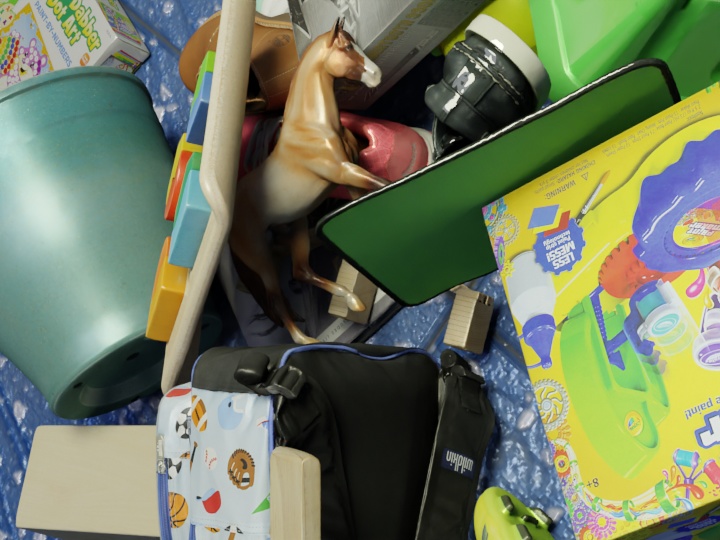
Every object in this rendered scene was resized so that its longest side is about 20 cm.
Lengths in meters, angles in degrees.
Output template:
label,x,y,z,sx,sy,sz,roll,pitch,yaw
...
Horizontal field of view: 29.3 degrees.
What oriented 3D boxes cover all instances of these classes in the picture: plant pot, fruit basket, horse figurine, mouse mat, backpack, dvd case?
label,x,y,z,sx,sy,sz,roll,pitch,yaw
plant pot,-0.196,-0.008,0.975,0.200,0.199,0.189,-39,72,22
fruit basket,0.137,-0.173,0.800,0.215,0.154,0.219,-178,90,-68
horse figurine,-0.031,-0.036,0.835,0.133,0.050,0.200,49,131,8
mouse mat,0.086,-0.040,0.751,0.198,0.161,0.008,-24,65,13
backpack,-0.031,0.142,0.808,0.153,0.199,0.193,-11,78,42
dvd case,-0.043,-0.028,0.965,0.149,0.016,0.201,-42,57,20

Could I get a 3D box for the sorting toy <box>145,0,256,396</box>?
label,x,y,z,sx,sy,sz,roll,pitch,yaw
sorting toy,-0.100,-0.048,0.843,0.201,0.036,0.187,109,167,-49

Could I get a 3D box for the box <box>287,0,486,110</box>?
label,x,y,z,sx,sy,sz,roll,pitch,yaw
box,0.020,-0.211,0.816,0.200,0.048,0.160,-35,60,52

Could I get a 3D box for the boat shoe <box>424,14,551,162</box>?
label,x,y,z,sx,sy,sz,roll,pitch,yaw
boat shoe,0.068,-0.071,0.776,0.074,0.199,0.066,42,84,11

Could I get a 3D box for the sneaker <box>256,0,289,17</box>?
label,x,y,z,sx,sy,sz,roll,pitch,yaw
sneaker,0.022,-0.207,0.933,0.140,0.077,0.201,51,118,33

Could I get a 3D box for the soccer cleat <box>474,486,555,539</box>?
label,x,y,z,sx,sy,sz,roll,pitch,yaw
soccer cleat,0.100,0.215,0.758,0.084,0.064,0.201,-41,57,24

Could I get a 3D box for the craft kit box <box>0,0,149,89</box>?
label,x,y,z,sx,sy,sz,roll,pitch,yaw
craft kit box,-0.288,-0.181,1.179,0.198,0.048,0.201,-45,55,16

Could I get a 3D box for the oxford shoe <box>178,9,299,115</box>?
label,x,y,z,sx,sy,sz,roll,pitch,yaw
oxford shoe,-0.091,-0.141,0.964,0.071,0.072,0.199,-32,19,-23

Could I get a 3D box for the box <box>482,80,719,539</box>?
label,x,y,z,sx,sy,sz,roll,pitch,yaw
box,0.195,0.023,0.702,0.199,0.121,0.195,-28,63,28

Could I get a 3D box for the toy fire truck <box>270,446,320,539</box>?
label,x,y,z,sx,sy,sz,roll,pitch,yaw
toy fire truck,-0.087,0.190,0.696,0.175,0.129,0.200,20,61,44

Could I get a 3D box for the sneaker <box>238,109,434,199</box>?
label,x,y,z,sx,sy,sz,roll,pitch,yaw
sneaker,-0.038,-0.084,0.911,0.198,0.086,0.075,6,79,37

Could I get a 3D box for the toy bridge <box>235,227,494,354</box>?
label,x,y,z,sx,sy,sz,roll,pitch,yaw
toy bridge,0.000,0.000,0.897,0.198,0.027,0.068,14,87,37

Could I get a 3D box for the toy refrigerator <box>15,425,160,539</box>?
label,x,y,z,sx,sy,sz,roll,pitch,yaw
toy refrigerator,-0.145,0.153,0.962,0.198,0.070,0.077,-5,68,36
